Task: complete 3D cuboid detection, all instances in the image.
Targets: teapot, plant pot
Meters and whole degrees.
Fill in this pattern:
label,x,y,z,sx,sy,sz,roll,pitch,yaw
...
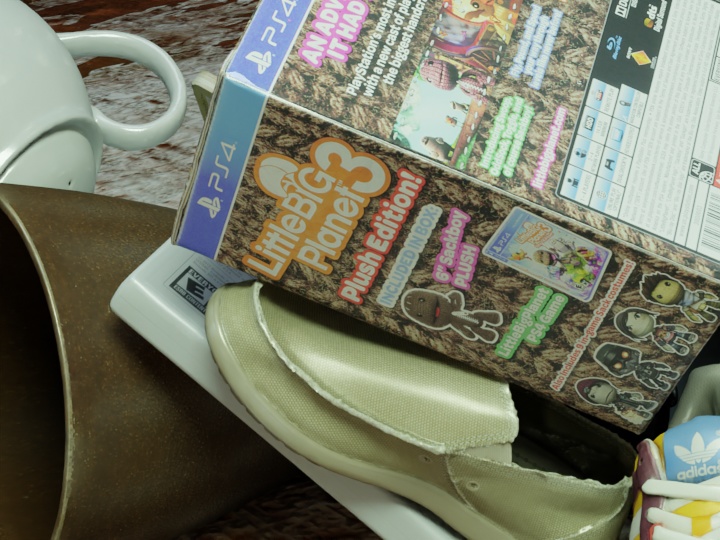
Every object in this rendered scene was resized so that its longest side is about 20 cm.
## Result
label,x,y,z,sx,sy,sz,roll,pitch,yaw
teapot,-0.207,-0.055,0.956,0.146,0.201,0.197,32,8,14
plant pot,-0.092,0.046,0.838,0.199,0.188,0.187,-5,12,-35

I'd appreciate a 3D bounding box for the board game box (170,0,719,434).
label,x,y,z,sx,sy,sz,roll,pitch,yaw
board game box,0.050,-0.056,0.687,0.199,0.097,0.160,23,48,-1

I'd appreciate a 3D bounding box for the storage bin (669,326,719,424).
label,x,y,z,sx,sy,sz,roll,pitch,yaw
storage bin,0.212,0.015,0.801,0.134,0.147,0.199,-13,15,-42

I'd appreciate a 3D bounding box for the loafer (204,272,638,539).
label,x,y,z,sx,sy,sz,roll,pitch,yaw
loafer,0.031,0.052,0.700,0.068,0.199,0.076,-50,19,28

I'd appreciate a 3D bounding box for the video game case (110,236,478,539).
label,x,y,z,sx,sy,sz,roll,pitch,yaw
video game case,0.003,0.040,0.784,0.023,0.200,0.182,-50,1,28

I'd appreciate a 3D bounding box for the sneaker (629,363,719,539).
label,x,y,z,sx,sy,sz,roll,pitch,yaw
sneaker,0.122,0.105,0.630,0.074,0.091,0.200,-7,18,13

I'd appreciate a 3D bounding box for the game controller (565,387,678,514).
label,x,y,z,sx,sy,sz,roll,pitch,yaw
game controller,0.093,0.012,0.797,0.042,0.105,0.201,-15,50,-5

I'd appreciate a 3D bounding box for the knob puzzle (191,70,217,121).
label,x,y,z,sx,sy,sz,roll,pitch,yaw
knob puzzle,0.000,0.000,0.921,0.219,0.220,0.030,12,54,50
